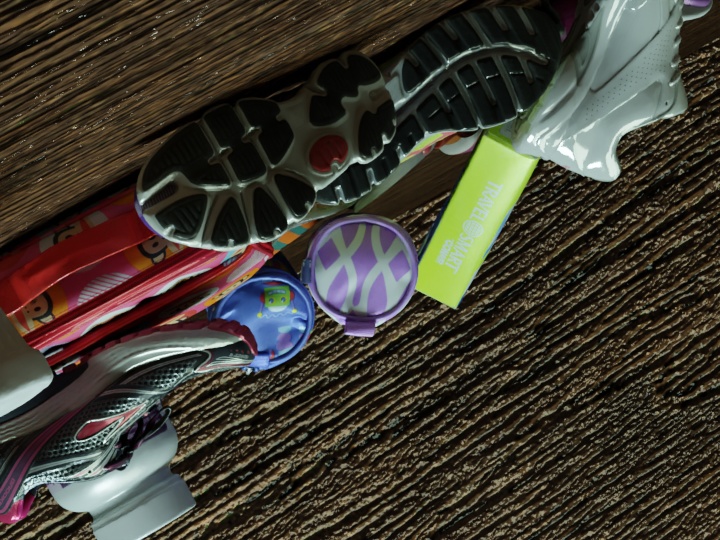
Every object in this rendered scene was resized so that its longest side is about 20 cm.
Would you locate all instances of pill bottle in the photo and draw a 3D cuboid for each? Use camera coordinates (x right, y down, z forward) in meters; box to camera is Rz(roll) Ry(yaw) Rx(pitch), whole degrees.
[{"bbox_3d":[-0.214,0.120,1.759,0.112,0.201,0.112,-29,178,-1],"label":"pill bottle"}]

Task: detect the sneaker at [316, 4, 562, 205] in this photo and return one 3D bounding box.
[{"bbox_3d":[0.038,-0.118,1.463,0.199,0.078,0.090,-27,-169,-1],"label":"sneaker"}]

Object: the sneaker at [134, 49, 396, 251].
[{"bbox_3d":[-0.060,-0.059,1.286,0.083,0.081,0.200,-23,-176,45],"label":"sneaker"}]

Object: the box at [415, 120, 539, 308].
[{"bbox_3d":[0.095,-0.064,1.643,0.122,0.047,0.200,-62,179,-42],"label":"box"}]

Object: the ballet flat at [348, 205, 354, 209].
[{"bbox_3d":[-0.031,-0.069,1.662,0.068,0.068,0.200,-19,173,-27],"label":"ballet flat"}]

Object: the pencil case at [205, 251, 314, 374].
[{"bbox_3d":[-0.090,0.015,1.701,0.078,0.087,0.200,12,-166,-16],"label":"pencil case"}]

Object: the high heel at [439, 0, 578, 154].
[{"bbox_3d":[0.124,-0.154,1.764,0.096,0.068,0.200,-17,160,-26],"label":"high heel"}]

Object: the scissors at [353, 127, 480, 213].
[{"bbox_3d":[0.054,-0.092,1.616,0.200,0.014,0.073,-56,151,-29],"label":"scissors"}]

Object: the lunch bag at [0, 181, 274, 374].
[{"bbox_3d":[-0.157,-0.001,1.373,0.199,0.082,0.176,-28,174,2],"label":"lunch bag"}]

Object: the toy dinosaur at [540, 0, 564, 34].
[{"bbox_3d":[0.114,-0.150,1.551,0.199,0.048,0.088,-12,-149,-8],"label":"toy dinosaur"}]

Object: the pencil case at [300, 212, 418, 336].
[{"bbox_3d":[0.000,0.000,1.615,0.083,0.086,0.200,-4,-177,0],"label":"pencil case"}]

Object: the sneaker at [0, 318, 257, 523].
[{"bbox_3d":[-0.153,0.086,1.373,0.199,0.075,0.081,-25,176,6],"label":"sneaker"}]

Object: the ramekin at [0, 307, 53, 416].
[{"bbox_3d":[-0.261,0.062,1.103,0.202,0.095,0.202,-30,179,-1],"label":"ramekin"}]

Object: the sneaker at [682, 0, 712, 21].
[{"bbox_3d":[0.214,-0.204,1.607,0.099,0.075,0.200,-32,177,36],"label":"sneaker"}]

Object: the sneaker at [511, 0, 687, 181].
[{"bbox_3d":[0.185,-0.150,1.482,0.201,0.099,0.078,-59,-166,15],"label":"sneaker"}]

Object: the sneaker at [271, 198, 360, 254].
[{"bbox_3d":[-0.069,-0.047,1.548,0.200,0.072,0.080,-38,-169,-20],"label":"sneaker"}]
